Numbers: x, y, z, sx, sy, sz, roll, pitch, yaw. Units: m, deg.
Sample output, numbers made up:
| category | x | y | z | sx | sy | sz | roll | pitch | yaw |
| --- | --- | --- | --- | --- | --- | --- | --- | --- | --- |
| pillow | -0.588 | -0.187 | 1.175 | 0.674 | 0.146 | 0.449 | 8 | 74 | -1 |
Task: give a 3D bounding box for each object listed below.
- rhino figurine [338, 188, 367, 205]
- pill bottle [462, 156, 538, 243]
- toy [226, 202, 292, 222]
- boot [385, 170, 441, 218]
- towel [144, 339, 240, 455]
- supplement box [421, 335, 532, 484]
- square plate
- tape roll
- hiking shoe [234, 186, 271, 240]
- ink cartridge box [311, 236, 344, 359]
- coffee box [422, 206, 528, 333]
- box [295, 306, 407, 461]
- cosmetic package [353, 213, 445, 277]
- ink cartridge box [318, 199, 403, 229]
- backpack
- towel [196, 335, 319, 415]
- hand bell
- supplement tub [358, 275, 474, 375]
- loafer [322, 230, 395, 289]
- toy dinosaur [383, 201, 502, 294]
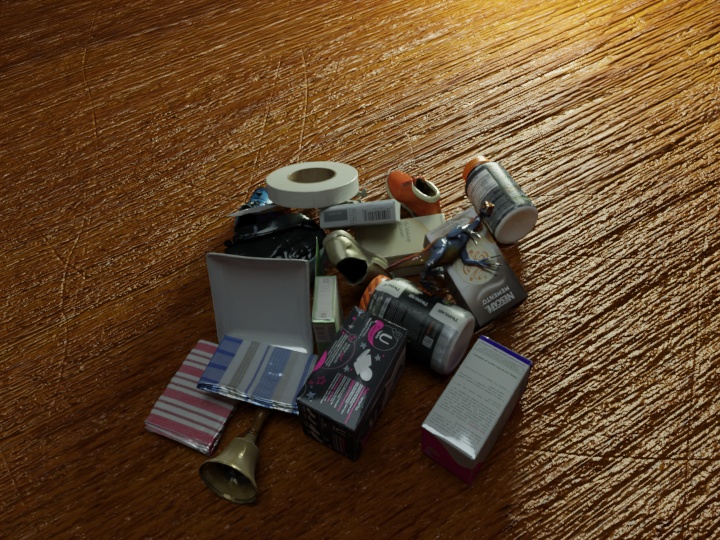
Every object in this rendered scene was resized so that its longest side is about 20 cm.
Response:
| category | x | y | z | sx | sy | sz | roll | pitch | yaw |
| --- | --- | --- | --- | --- | --- | --- | --- | --- | --- |
| rhino figurine | -0.060 | -0.188 | 1.331 | 0.085 | 0.061 | 0.200 | -6 | 24 | -22 |
| pill bottle | 0.297 | -0.164 | 1.266 | 0.104 | 0.108 | 0.202 | -17 | 51 | -9 |
| toy | -0.175 | -0.127 | 1.240 | 0.113 | 0.048 | 0.198 | -3 | 18 | 42 |
| boot | 0.120 | -0.184 | 1.303 | 0.074 | 0.109 | 0.201 | -27 | 51 | -15 |
| towel | -0.284 | 0.225 | 1.060 | 0.143 | 0.030 | 0.202 | 14 | 51 | 16 |
| supplement box | 0.192 | 0.228 | 0.956 | 0.102 | 0.103 | 0.201 | 25 | 57 | 25 |
| square plate | -0.184 | 0.060 | 1.083 | 0.194 | 0.203 | 0.029 | 4 | 28 | 10 |
| tape roll | -0.101 | -0.183 | 1.213 | 0.197 | 0.038 | 0.204 | -2 | 27 | 1 |
| hiking shoe | -0.236 | -0.127 | 1.303 | 0.072 | 0.088 | 0.204 | 0 | 50 | 6 |
| ink cartridge box | -0.059 | 0.058 | 1.094 | 0.047 | 0.147 | 0.204 | -2 | 49 | 5 |
| coffee box | 0.217 | -0.001 | 1.103 | 0.113 | 0.080 | 0.203 | -29 | 75 | -5 |
| box | -0.008 | 0.193 | 0.986 | 0.113 | 0.134 | 0.202 | 23 | 56 | 19 |
| cosmetic package | 0.088 | -0.047 | 1.214 | 0.194 | 0.074 | 0.105 | -10 | 50 | -1 |
| ink cartridge box | 0.009 | -0.113 | 1.229 | 0.155 | 0.200 | 0.049 | -6 | 90 | 10 |
| backpack | -0.160 | -0.025 | 1.187 | 0.197 | 0.128 | 0.168 | -30 | 65 | -20 |
| towel | -0.180 | 0.182 | 1.045 | 0.194 | 0.024 | 0.148 | 12 | 35 | 5 |
| hand bell | -0.182 | 0.276 | 0.984 | 0.101 | 0.106 | 0.202 | 9 | 39 | 13 |
| supplement tub | 0.100 | 0.094 | 1.063 | 0.197 | 0.124 | 0.123 | 27 | 57 | 25 |
| loafer | 0.000 | 0.000 | 1.119 | 0.075 | 0.198 | 0.069 | -33 | 45 | 26 |
| toy dinosaur | 0.162 | -0.058 | 1.038 | 0.196 | 0.106 | 0.184 | 20 | 60 | 20 |
